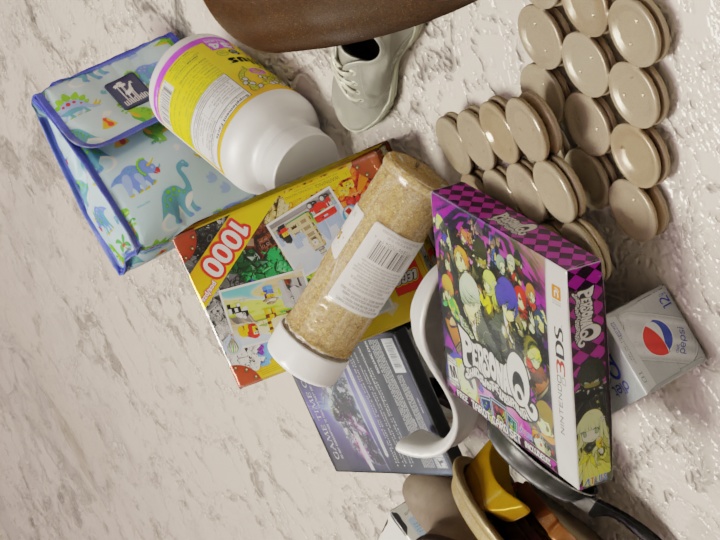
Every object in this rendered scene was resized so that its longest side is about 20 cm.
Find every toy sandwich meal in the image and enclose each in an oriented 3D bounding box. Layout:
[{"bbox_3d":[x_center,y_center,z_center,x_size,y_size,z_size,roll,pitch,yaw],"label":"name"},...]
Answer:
[{"bbox_3d":[0.159,0.220,1.547,0.205,0.070,0.205,44,-168,-11],"label":"toy sandwich meal"}]

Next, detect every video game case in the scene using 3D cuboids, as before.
[{"bbox_3d":[0.121,0.046,1.382,0.200,0.036,0.182,36,137,56],"label":"video game case"},{"bbox_3d":[0.008,0.122,1.673,0.200,0.019,0.143,-7,110,57],"label":"video game case"}]

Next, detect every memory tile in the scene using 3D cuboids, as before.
[{"bbox_3d":[0.123,-0.060,1.386,0.153,0.017,0.200,64,164,-7],"label":"memory tile"},{"bbox_3d":[0.165,-0.127,1.289,0.153,0.017,0.200,39,146,42],"label":"memory tile"}]

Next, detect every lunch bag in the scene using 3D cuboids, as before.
[{"bbox_3d":[-0.214,-0.126,1.835,0.200,0.170,0.127,59,157,6],"label":"lunch bag"}]

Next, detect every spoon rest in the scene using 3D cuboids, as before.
[{"bbox_3d":[0.075,0.074,1.520,0.061,0.099,0.200,28,126,31],"label":"spoon rest"}]

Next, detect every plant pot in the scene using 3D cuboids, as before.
[{"bbox_3d":[0.010,-0.246,1.314,0.200,0.187,0.187,11,125,43],"label":"plant pot"}]

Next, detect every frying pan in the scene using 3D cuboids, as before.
[{"bbox_3d":[0.178,0.176,1.516,0.190,0.031,0.115,37,-168,-6],"label":"frying pan"}]

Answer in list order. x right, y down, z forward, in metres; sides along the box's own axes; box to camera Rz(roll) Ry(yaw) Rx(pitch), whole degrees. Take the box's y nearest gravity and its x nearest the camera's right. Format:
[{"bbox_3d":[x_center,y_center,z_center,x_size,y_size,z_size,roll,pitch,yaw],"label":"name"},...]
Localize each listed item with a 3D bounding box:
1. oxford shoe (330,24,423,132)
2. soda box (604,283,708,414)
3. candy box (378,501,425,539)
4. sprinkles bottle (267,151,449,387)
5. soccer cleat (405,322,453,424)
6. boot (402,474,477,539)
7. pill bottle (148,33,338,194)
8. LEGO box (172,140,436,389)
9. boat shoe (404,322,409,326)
[{"bbox_3d":[-0.001,-0.176,1.514,0.075,0.058,0.200,54,156,12],"label":"oxford shoe"},{"bbox_3d":[0.183,0.079,1.402,0.068,0.063,0.200,60,155,7],"label":"soda box"},{"bbox_3d":[0.097,0.335,1.813,0.200,0.071,0.168,52,153,20],"label":"candy box"},{"bbox_3d":[0.000,0.000,1.508,0.068,0.068,0.200,44,109,35],"label":"sprinkles bottle"},{"bbox_3d":[0.057,0.127,1.688,0.086,0.070,0.200,39,150,23],"label":"soccer cleat"},{"bbox_3d":[0.082,0.244,1.604,0.200,0.146,0.070,30,108,30],"label":"boot"},{"bbox_3d":[-0.107,-0.138,1.699,0.200,0.104,0.104,40,147,40],"label":"pill bottle"},{"bbox_3d":[-0.040,-0.005,1.590,0.149,0.200,0.077,66,-166,-6],"label":"LEGO box"},{"bbox_3d":[-0.003,0.040,1.729,0.202,0.075,0.075,-46,61,57],"label":"boat shoe"}]
